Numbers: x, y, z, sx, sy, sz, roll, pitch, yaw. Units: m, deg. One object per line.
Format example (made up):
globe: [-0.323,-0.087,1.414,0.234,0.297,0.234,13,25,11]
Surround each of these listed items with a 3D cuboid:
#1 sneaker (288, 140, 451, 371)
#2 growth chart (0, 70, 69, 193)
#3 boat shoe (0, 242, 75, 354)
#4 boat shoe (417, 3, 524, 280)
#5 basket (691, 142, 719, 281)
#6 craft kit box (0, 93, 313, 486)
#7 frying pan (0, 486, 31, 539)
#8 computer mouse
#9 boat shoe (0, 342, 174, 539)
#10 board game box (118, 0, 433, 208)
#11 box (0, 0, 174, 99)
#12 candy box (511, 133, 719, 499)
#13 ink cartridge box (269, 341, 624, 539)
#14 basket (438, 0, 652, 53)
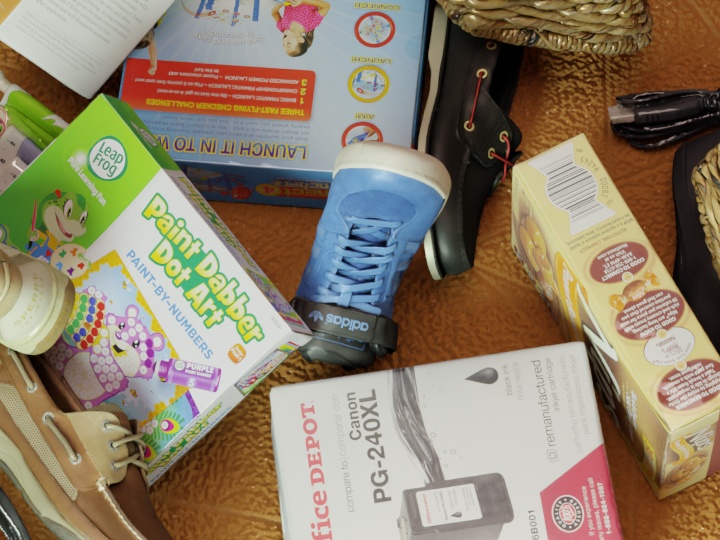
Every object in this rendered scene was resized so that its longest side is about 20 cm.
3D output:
sneaker: [0.001,0.000,1.598,0.076,0.200,0.112,15,71,-8]
growth chart: [-0.233,-0.013,1.689,0.144,0.018,0.201,30,86,19]
boat shoe: [-0.255,0.000,1.580,0.200,0.063,0.074,20,82,44]
boat shoe: [0.072,-0.087,1.701,0.063,0.074,0.202,1,60,12]
basket: [0.308,-0.023,1.579,0.142,0.149,0.201,-18,76,-36]
craft kit box: [-0.162,0.031,1.616,0.197,0.048,0.200,-43,72,8]
frying pan: [-0.168,0.195,1.530,0.114,0.191,0.031,0,30,42]
computer mouse: [0.236,-0.039,1.684,0.138,0.053,0.201,-4,65,0]
boat shoe: [-0.164,0.111,1.547,0.200,0.076,0.074,42,93,19]
board game box: [-0.054,-0.143,1.744,0.199,0.056,0.197,5,66,5]
box: [-0.167,-0.236,1.712,0.200,0.097,0.124,-48,46,7]
candy box: [0.161,0.029,1.620,0.055,0.116,0.201,-25,66,-8]
ink cartridge box: [0.050,0.137,1.592,0.199,0.083,0.146,-9,65,-2]
basket: [0.099,-0.239,1.723,0.142,0.149,0.201,-16,53,9]
